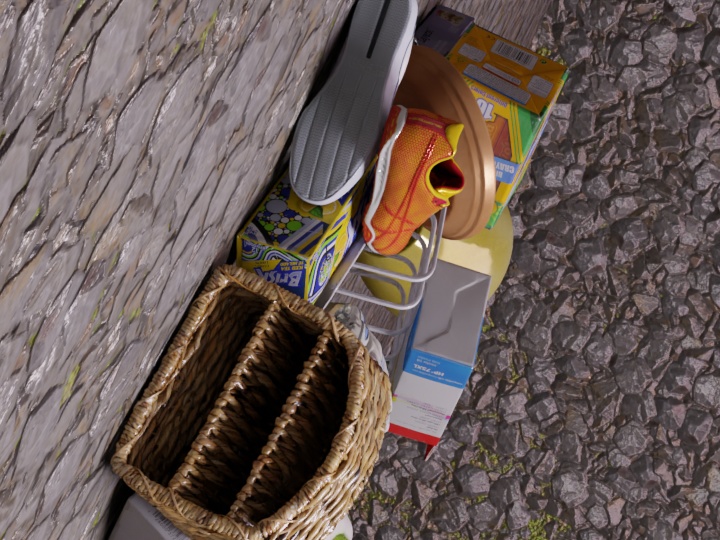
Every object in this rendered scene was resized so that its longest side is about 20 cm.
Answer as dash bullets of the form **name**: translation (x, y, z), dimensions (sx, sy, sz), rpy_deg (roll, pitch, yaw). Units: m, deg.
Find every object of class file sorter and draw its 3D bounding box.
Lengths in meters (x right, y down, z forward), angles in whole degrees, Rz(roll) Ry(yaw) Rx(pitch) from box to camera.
- **file sorter**: translation (0.000, 0.000, 1.742), dimensions (0.201, 0.123, 0.140), rpy_deg (109, -5, -54)

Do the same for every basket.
- **basket**: translation (-0.076, 0.122, 1.400), dimensions (0.201, 0.142, 0.149), rpy_deg (-60, 143, -20)

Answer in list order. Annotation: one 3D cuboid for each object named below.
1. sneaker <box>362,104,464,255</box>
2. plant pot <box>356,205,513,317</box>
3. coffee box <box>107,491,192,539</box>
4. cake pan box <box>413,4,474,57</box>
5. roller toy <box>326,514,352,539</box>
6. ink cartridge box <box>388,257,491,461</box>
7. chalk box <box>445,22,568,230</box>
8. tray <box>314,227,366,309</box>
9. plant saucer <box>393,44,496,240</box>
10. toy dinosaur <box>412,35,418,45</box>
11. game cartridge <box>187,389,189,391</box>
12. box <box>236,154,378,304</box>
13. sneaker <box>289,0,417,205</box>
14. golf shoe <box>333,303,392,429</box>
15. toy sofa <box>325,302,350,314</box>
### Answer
- **sneaker**: translation (0.046, -0.064, 1.502), dimensions (0.200, 0.076, 0.073), rpy_deg (103, 5, -64)
- **plant pot**: translation (0.064, -0.048, 2.079), dimensions (0.201, 0.199, 0.142), rpy_deg (-63, 150, -1)
- **coffee box**: translation (-0.121, 0.194, 1.554), dimensions (0.200, 0.080, 0.113), rpy_deg (-38, 167, -36)
- **cake pan box**: translation (0.051, -0.178, 1.938), dimensions (0.200, 0.052, 0.185), rpy_deg (-55, 168, -58)
- **roller toy**: translation (-0.114, 0.297, 1.897), dimensions (0.199, 0.182, 0.140), rpy_deg (-6, -131, 53)
- **ink cartridge box**: translation (0.070, 0.095, 1.789), dimensions (0.201, 0.067, 0.117), rpy_deg (110, -4, -54)
- **chalk box**: translation (0.125, -0.139, 1.911), dimensions (0.124, 0.124, 0.201), rpy_deg (-55, 168, -52)
- **tray**: translation (-0.052, 0.039, 1.604), dimensions (0.200, 0.022, 0.108), rpy_deg (-53, -178, 42)
- **plant saucer**: translation (0.064, -0.123, 1.752), dimensions (0.037, 0.201, 0.201), rpy_deg (-20, 153, -24)
- **toy dinosaur**: translation (0.025, -0.211, 1.581), dimensions (0.089, 0.047, 0.201), rpy_deg (-79, -172, -50)
- **game cartridge**: translation (-0.118, 0.078, 1.618), dimensions (0.134, 0.040, 0.201), rpy_deg (102, 15, -55)
- **box**: translation (-0.038, -0.052, 1.532), dimensions (0.200, 0.069, 0.065), rpy_deg (-58, 160, -48)
- **sneaker**: translation (0.002, -0.146, 1.496), dimensions (0.201, 0.073, 0.071), rpy_deg (-65, 167, -2)
- **golf shoe**: translation (0.001, 0.117, 1.546), dimensions (0.078, 0.097, 0.201), rpy_deg (-30, -153, 21)
- **toy sofa**: translation (-0.076, 0.093, 1.923), dimensions (0.200, 0.097, 0.084), rpy_deg (-45, 136, -73)
